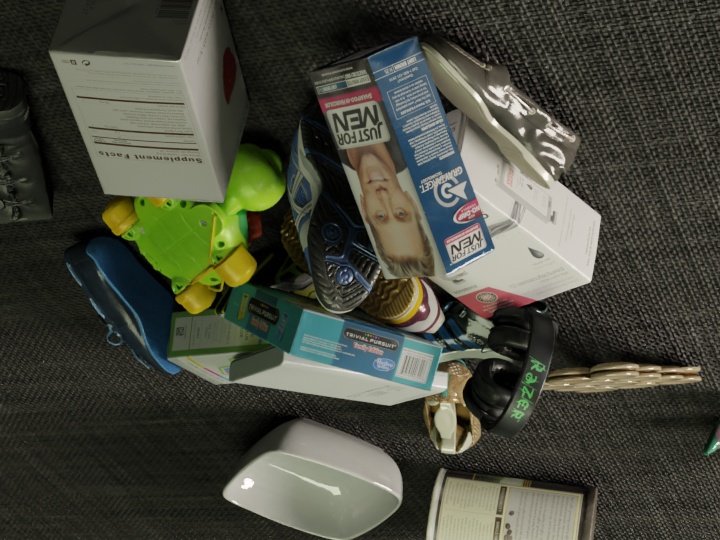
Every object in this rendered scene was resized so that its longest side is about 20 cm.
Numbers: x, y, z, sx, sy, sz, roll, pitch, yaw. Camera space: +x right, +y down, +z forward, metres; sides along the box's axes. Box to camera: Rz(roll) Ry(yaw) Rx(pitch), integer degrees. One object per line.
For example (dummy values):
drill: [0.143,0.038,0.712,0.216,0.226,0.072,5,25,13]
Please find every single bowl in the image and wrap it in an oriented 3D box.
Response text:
bowl: [-0.055,0.260,2.161,0.200,0.075,0.200,24,146,-16]

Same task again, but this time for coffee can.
coffee can: [0.190,0.331,2.121,0.200,0.146,0.146,6,147,10]

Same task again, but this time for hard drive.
hard drive: [-0.025,0.115,1.840,0.200,0.026,0.132,11,163,-28]

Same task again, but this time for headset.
headset: [0.160,0.095,1.667,0.094,0.124,0.200,19,-168,-10]

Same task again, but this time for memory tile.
memory tile: [0.261,0.114,1.806,0.153,0.017,0.200,-9,169,35]

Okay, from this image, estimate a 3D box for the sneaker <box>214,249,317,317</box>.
sneaker: [-0.077,0.020,1.800,0.200,0.075,0.076,-19,136,41]

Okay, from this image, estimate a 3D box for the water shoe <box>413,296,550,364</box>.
water shoe: [0.106,0.051,1.812,0.200,0.072,0.079,0,123,13]

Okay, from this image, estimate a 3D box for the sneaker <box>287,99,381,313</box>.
sneaker: [-0.026,-0.055,1.574,0.076,0.200,0.077,2,162,-20]

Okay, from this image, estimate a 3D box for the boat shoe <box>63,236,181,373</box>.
boat shoe: [-0.259,0.034,1.897,0.069,0.084,0.200,-2,129,34]

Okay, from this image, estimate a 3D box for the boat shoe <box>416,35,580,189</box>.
boat shoe: [0.124,-0.152,1.500,0.200,0.057,0.067,43,172,-34]

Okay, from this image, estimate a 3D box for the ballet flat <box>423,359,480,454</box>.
ballet flat: [0.102,0.176,1.987,0.070,0.065,0.200,3,147,13]

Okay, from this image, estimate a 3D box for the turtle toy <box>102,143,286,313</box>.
turtle toy: [-0.151,-0.056,1.681,0.146,0.101,0.200,48,135,-10]

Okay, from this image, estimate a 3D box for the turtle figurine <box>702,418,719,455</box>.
turtle figurine: [0.492,0.218,1.892,0.200,0.101,0.150,27,133,5]

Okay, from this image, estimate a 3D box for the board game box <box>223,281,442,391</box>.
board game box: [-0.031,0.060,1.668,0.151,0.047,0.200,16,-178,-24]

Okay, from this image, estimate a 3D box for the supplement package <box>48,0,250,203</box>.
supplement package: [-0.181,-0.168,1.502,0.120,0.121,0.200,5,147,11]

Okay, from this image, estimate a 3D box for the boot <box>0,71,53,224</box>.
boot: [-0.399,-0.125,1.703,0.165,0.066,0.200,11,152,6]

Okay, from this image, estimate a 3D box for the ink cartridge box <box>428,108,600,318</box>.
ink cartridge box: [0.109,-0.050,1.621,0.200,0.083,0.146,35,142,-31]

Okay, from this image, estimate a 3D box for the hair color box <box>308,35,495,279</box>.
hair color box: [0.035,-0.095,1.479,0.100,0.060,0.200,-4,110,58]

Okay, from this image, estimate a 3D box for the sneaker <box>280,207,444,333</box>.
sneaker: [0.000,0.000,1.681,0.200,0.075,0.090,43,-176,37]

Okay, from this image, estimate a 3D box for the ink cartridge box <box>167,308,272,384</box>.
ink cartridge box: [-0.104,0.080,1.892,0.200,0.059,0.104,-6,158,27]
